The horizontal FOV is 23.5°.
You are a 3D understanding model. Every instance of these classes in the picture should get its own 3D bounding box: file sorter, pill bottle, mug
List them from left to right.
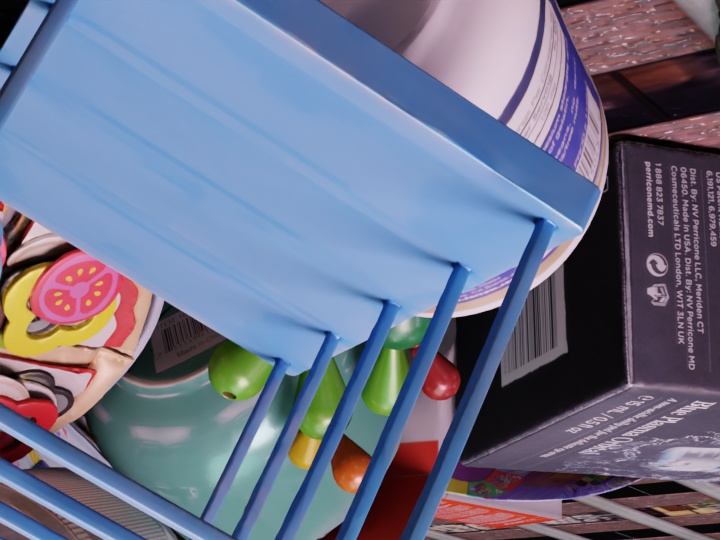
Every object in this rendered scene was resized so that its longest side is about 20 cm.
[{"bbox_3d":[-0.059,0.017,0.463,0.138,0.124,0.200,31,157,-14],"label":"file sorter"},{"bbox_3d":[-0.057,0.037,0.872,0.151,0.186,0.115,11,153,34],"label":"mug"},{"bbox_3d":[0.005,-0.068,0.543,0.118,0.121,0.200,-5,161,17],"label":"pill bottle"}]

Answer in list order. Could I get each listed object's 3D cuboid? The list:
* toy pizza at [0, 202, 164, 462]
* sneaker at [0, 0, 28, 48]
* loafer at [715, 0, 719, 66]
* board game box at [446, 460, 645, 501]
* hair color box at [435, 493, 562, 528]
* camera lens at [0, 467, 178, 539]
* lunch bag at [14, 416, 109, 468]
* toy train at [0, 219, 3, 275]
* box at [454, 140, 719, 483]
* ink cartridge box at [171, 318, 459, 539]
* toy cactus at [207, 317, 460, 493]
[{"bbox_3d":[-0.174,0.030,0.735,0.198,0.032,0.201,-18,142,-14],"label":"toy pizza"},{"bbox_3d":[-0.109,-0.070,0.602,0.070,0.084,0.199,-8,161,22],"label":"sneaker"},{"bbox_3d":[0.158,-0.075,0.580,0.068,0.076,0.200,-18,180,9],"label":"loafer"},{"bbox_3d":[0.085,0.069,1.006,0.156,0.039,0.200,0,-159,-2],"label":"board game box"},{"bbox_3d":[0.046,0.106,1.137,0.199,0.103,0.061,17,157,-40],"label":"hair color box"},{"bbox_3d":[-0.166,0.171,0.777,0.158,0.162,0.200,-2,174,10],"label":"camera lens"},{"bbox_3d":[-0.143,0.123,1.167,0.198,0.129,0.169,17,156,-24],"label":"lunch bag"},{"bbox_3d":[-0.198,-0.060,0.551,0.116,0.085,0.200,39,173,37],"label":"toy train"},{"bbox_3d":[0.173,0.032,0.866,0.198,0.119,0.197,5,162,-18],"label":"box"},{"bbox_3d":[-0.026,0.080,0.942,0.161,0.051,0.200,-7,-156,24],"label":"ink cartridge box"},{"bbox_3d":[0.000,0.000,0.734,0.165,0.102,0.200,-41,131,3],"label":"toy cactus"}]
